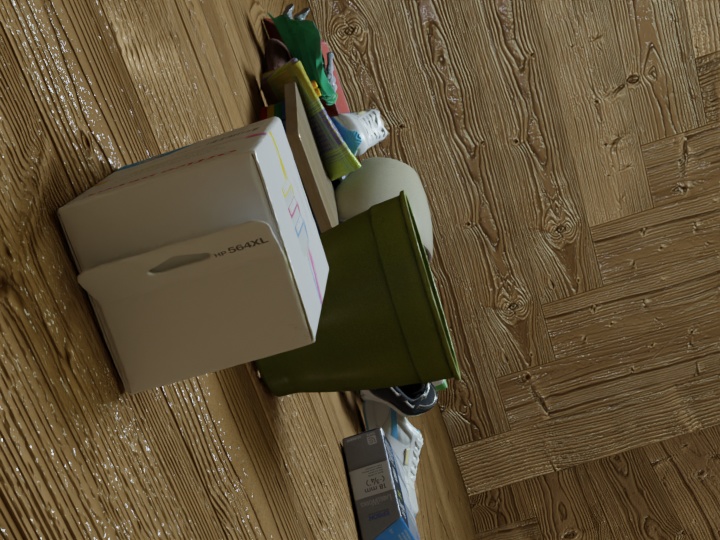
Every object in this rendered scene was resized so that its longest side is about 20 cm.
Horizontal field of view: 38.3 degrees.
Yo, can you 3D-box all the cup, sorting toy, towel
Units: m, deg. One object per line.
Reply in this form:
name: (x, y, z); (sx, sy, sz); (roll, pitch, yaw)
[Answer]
cup: (0.033, -0.100, 1.709); (0.200, 0.199, 0.144); (63, 37, -64)
sorting toy: (-0.095, -0.146, 1.534); (0.199, 0.069, 0.201); (-98, 171, -59)
towel: (-0.082, -0.234, 1.630); (0.201, 0.023, 0.143); (59, -27, -10)

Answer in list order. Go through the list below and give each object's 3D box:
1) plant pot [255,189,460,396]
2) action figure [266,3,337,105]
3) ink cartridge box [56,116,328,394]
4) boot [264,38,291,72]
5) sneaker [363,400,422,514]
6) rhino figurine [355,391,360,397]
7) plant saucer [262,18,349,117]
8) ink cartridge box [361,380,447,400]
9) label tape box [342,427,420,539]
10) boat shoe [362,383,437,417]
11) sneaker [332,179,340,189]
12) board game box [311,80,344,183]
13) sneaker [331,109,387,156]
plant pot: (-0.016, 0.041, 1.071); (0.200, 0.192, 0.202); (-17, 90, -85)
action figure: (-0.083, -0.372, 1.827); (0.118, 0.055, 0.201); (28, -27, 40)
ink cartridge box: (-0.102, -0.014, 0.687); (0.200, 0.128, 0.126); (-85, 157, -75)
boot: (-0.122, -0.295, 1.821); (0.200, 0.064, 0.187); (-107, 180, -58)
sneaker: (0.065, 0.299, 1.682); (0.077, 0.080, 0.202); (48, 26, -81)
rhino figurine: (-0.019, 0.101, 1.617); (0.087, 0.059, 0.201); (52, 23, -68)
plant saucer: (-0.096, -0.381, 1.986); (0.199, 0.037, 0.201); (37, -24, 47)
ink cartridge box: (0.060, 0.162, 1.772); (0.200, 0.145, 0.085); (62, 13, -68)
label tape box: (0.037, 0.339, 1.415); (0.145, 0.063, 0.201); (65, 9, -53)
boat shoe: (0.073, 0.180, 1.617); (0.200, 0.060, 0.074); (31, 51, -48)
sneaker: (-0.056, -0.163, 1.982); (0.080, 0.078, 0.200); (61, 12, -7)
board game box: (-0.040, -0.207, 1.832); (0.200, 0.026, 0.201); (64, 4, -50)
sneaker: (0.000, -0.237, 1.734); (0.200, 0.080, 0.077); (-94, 163, -77)
